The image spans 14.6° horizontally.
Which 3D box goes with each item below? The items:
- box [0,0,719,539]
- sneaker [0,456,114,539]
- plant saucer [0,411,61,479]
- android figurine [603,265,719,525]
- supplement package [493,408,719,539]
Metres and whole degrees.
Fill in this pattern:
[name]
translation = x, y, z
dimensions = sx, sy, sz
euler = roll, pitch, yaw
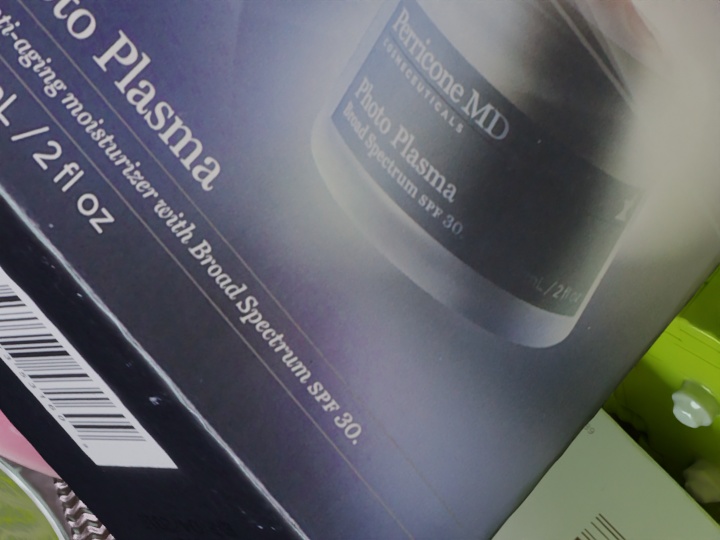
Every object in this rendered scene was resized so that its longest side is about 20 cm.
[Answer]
[box]
translation = -0.016, -0.049, 0.694
dimensions = 0.200, 0.199, 0.123
euler = 50, 156, -18
[sneaker]
translation = -0.088, 0.086, 1.103
dimensions = 0.200, 0.073, 0.085
euler = 52, -172, 4
[plant saucer]
translation = -0.110, -0.018, 0.941
dimensions = 0.200, 0.051, 0.201
euler = 35, -154, -19
[android figurine]
translation = 0.148, 0.063, 0.844
dimensions = 0.200, 0.041, 0.182
euler = 30, 156, 26
[supplement package]
translation = 0.056, 0.115, 0.934
dimensions = 0.117, 0.117, 0.200
euler = 44, 176, -1
